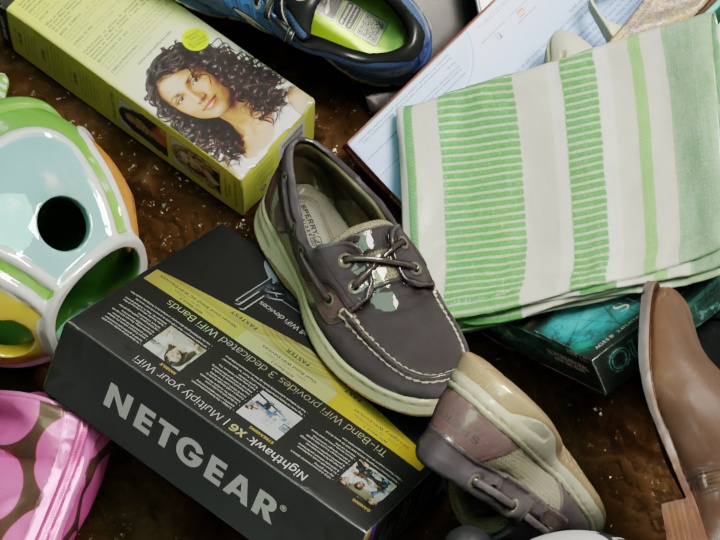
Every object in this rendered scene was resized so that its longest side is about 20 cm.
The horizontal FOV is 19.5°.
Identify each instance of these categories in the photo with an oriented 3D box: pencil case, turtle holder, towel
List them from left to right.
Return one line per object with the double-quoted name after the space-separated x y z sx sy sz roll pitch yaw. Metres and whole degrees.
-0.203 -0.010 1.153 0.131 0.142 0.185 33 34 24 "turtle holder"
-0.190 0.157 1.111 0.090 0.094 0.201 24 64 -16 "pencil case"
0.111 -0.049 1.162 0.199 0.023 0.154 -15 66 28 "towel"

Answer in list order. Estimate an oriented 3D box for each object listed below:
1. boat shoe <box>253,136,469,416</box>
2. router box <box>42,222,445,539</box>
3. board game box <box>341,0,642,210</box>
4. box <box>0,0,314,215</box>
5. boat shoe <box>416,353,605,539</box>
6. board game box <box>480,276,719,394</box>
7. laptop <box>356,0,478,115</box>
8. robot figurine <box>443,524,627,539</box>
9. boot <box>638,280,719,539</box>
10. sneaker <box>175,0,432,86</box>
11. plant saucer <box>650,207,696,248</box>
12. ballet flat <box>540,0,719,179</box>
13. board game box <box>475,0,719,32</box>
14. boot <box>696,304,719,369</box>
0.000 0.000 1.150 0.071 0.065 0.200 -14 43 -23 "boat shoe"
-0.047 0.070 1.139 0.199 0.052 0.157 34 33 15 "router box"
0.094 -0.106 1.257 0.200 0.019 0.103 -44 91 -11 "board game box"
-0.126 -0.123 1.276 0.199 0.050 0.075 34 67 15 "box"
0.074 0.107 1.085 0.065 0.200 0.072 -44 62 -4 "boat shoe"
0.172 -0.011 1.195 0.199 0.028 0.135 -35 26 -18 "board game box"
0.041 -0.219 1.352 0.176 0.104 0.200 -21 40 -12 "laptop"
0.104 0.205 1.035 0.149 0.200 0.126 7 63 2 "robot figurine"
0.245 0.071 1.043 0.198 0.064 0.188 -13 62 13 "boot"
-0.044 -0.174 1.238 0.199 0.089 0.079 23 89 -5 "sneaker"
0.216 -0.069 1.196 0.199 0.032 0.201 -21 25 10 "plant saucer"
0.150 -0.128 1.233 0.067 0.068 0.200 40 72 10 "ballet flat"
0.161 -0.205 1.300 0.198 0.026 0.202 -12 87 -7 "board game box"
0.218 0.104 1.119 0.197 0.074 0.163 8 57 34 "boot"
